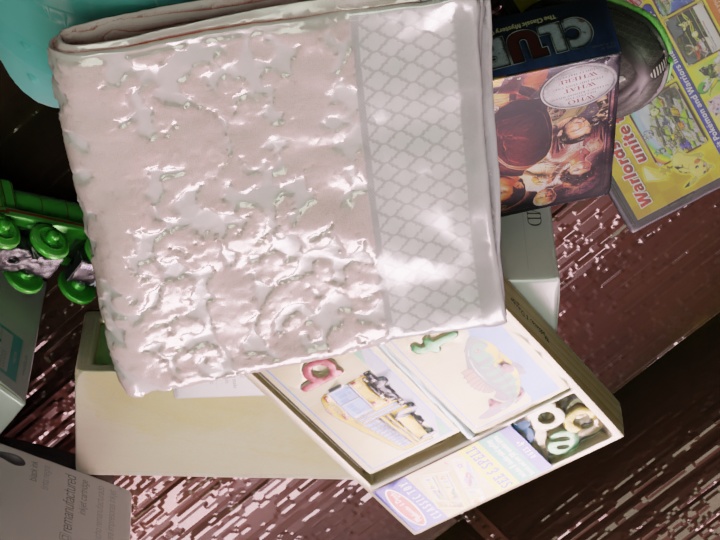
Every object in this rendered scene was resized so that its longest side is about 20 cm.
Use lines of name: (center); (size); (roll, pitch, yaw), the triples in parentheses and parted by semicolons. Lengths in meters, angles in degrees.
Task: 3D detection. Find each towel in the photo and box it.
towel: (-0.031, -0.036, 1.102); (0.191, 0.032, 0.200); (-10, 129, -4)

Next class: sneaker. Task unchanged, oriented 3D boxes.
sneaker: (0.060, -0.088, 1.239); (0.200, 0.084, 0.077); (-8, 121, 20)

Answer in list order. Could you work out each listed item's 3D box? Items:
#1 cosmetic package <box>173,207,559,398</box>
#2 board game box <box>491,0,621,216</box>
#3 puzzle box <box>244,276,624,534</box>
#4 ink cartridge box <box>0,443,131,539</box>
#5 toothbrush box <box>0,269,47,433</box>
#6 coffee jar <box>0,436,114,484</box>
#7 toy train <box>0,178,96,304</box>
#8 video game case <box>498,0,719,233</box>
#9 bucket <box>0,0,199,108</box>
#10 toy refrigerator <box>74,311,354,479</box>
cosmetic package: (0.000, 0.000, 1.275); (0.199, 0.108, 0.085); (-4, 135, -1)
board game box: (0.021, -0.061, 1.168); (0.199, 0.035, 0.136); (-12, 154, -2)
puzzle box: (0.025, 0.048, 1.232); (0.133, 0.025, 0.200); (-28, 129, 23)
ink cartridge box: (-0.215, 0.136, 1.158); (0.200, 0.147, 0.083); (22, 111, -13)
toothbrush box: (-0.259, 0.082, 1.292); (0.085, 0.146, 0.200); (35, 107, -17)
coffee jar: (-0.195, 0.186, 1.358); (0.104, 0.085, 0.200); (13, 122, 2)
toy train: (-0.185, -0.022, 1.262); (0.200, 0.056, 0.042); (13, 134, -36)
video game case: (0.173, -0.143, 1.270); (0.180, 0.026, 0.200); (-28, 113, 10)
bucket: (-0.098, -0.178, 1.135); (0.207, 0.208, 0.135); (-2, 159, -1)
toy refrigerator: (-0.051, 0.064, 1.329); (0.199, 0.076, 0.070); (2, 114, -2)
